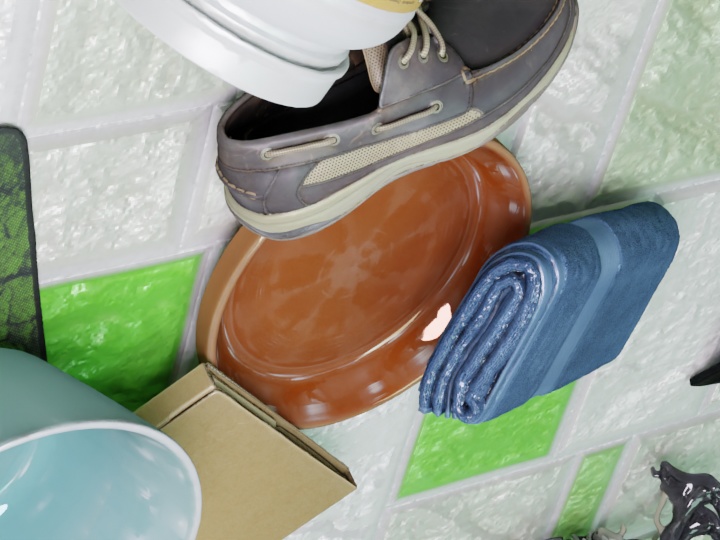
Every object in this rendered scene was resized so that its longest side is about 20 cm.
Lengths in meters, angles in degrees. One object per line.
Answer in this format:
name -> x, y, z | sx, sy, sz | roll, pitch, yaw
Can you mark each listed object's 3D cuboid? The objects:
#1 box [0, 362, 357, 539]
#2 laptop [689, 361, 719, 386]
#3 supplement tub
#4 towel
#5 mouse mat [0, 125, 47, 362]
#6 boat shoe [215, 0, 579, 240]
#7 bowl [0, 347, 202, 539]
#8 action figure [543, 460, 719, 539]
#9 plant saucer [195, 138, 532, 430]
box -> -0.119, 0.139, 1.330 | 0.200, 0.021, 0.163 | -35, 146, 10
laptop -> 0.322, -0.021, 1.601 | 0.187, 0.116, 0.200 | -6, 162, -38
supplement tub -> -0.011, -0.181, 1.003 | 0.144, 0.144, 0.200 | 14, 119, -49
towel -> 0.105, 0.018, 1.363 | 0.200, 0.049, 0.112 | -16, 139, -60
mouse mat -> -0.221, 0.029, 1.159 | 0.161, 0.008, 0.200 | -24, 141, -22
boat shoe -> 0.018, -0.091, 1.190 | 0.200, 0.075, 0.073 | -36, 145, -8
bowl -> -0.186, 0.114, 1.186 | 0.200, 0.105, 0.201 | -23, 141, -20
action figure -> 0.159, 0.211, 1.627 | 0.200, 0.102, 0.119 | -33, 156, -13
plant saucer -> 0.000, 0.000, 1.309 | 0.200, 0.032, 0.201 | -24, 141, -21
